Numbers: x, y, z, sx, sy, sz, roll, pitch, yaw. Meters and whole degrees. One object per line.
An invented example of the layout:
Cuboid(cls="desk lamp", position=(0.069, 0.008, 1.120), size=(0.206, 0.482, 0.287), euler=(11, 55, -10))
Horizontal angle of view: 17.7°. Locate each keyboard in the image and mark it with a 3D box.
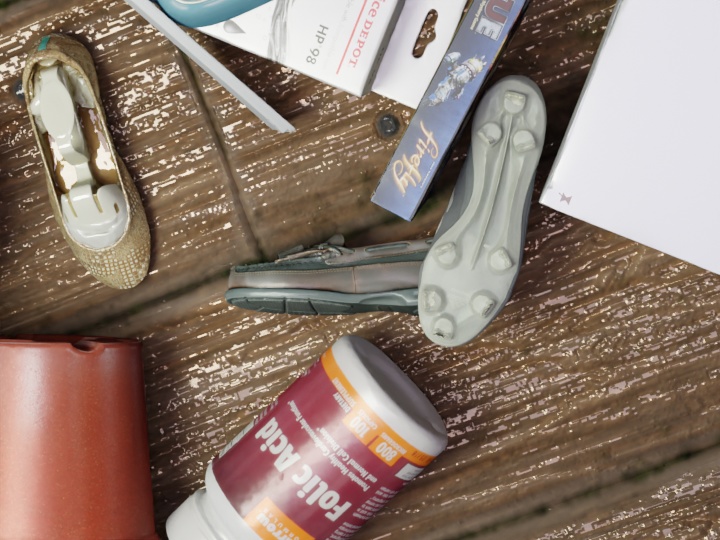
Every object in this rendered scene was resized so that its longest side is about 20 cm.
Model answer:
Cuboid(cls="keyboard", position=(-0.128, -0.166, 1.674), size=(0.200, 0.056, 0.011), euler=(41, 88, -18))

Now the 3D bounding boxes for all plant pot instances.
Cuboid(cls="plant pot", position=(-0.236, 0.146, 1.700), size=(0.200, 0.201, 0.196), euler=(1, 91, 7))

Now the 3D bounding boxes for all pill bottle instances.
Cuboid(cls="pill bottle", position=(-0.042, 0.153, 1.707), size=(0.200, 0.114, 0.114), euler=(-44, 91, 10))

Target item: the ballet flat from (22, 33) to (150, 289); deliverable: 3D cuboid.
Cuboid(cls="ballet flat", position=(-0.211, -0.077, 1.720), size=(0.070, 0.065, 0.200), euler=(-19, 96, 9))

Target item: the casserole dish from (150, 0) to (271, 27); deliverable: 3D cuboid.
Cuboid(cls="casserole dish", position=(-0.079, -0.251, 1.626), size=(0.200, 0.039, 0.121), euler=(-24, 93, 8))

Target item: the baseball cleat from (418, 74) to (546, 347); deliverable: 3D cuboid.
Cuboid(cls="baseball cleat", position=(0.097, -0.043, 1.666), size=(0.070, 0.106, 0.200), euler=(21, 100, 7))

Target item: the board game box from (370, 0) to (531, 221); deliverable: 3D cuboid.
Cuboid(cls="board game box", position=(0.074, -0.137, 1.642), size=(0.035, 0.135, 0.200), euler=(28, 101, 2))

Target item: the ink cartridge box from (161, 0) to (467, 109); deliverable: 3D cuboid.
Cuboid(cls="ink cartridge box", position=(-0.029, -0.202, 1.678), size=(0.200, 0.067, 0.116), euler=(22, 99, 4))

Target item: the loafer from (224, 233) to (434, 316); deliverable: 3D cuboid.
Cuboid(cls="loafer", position=(0.000, 0.000, 1.713), size=(0.200, 0.072, 0.063), euler=(1, 79, 0))

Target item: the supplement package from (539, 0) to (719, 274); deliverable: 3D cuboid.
Cuboid(cls="supplement package", position=(0.236, -0.116, 1.637), size=(0.156, 0.111, 0.200), euler=(22, 101, 4))
